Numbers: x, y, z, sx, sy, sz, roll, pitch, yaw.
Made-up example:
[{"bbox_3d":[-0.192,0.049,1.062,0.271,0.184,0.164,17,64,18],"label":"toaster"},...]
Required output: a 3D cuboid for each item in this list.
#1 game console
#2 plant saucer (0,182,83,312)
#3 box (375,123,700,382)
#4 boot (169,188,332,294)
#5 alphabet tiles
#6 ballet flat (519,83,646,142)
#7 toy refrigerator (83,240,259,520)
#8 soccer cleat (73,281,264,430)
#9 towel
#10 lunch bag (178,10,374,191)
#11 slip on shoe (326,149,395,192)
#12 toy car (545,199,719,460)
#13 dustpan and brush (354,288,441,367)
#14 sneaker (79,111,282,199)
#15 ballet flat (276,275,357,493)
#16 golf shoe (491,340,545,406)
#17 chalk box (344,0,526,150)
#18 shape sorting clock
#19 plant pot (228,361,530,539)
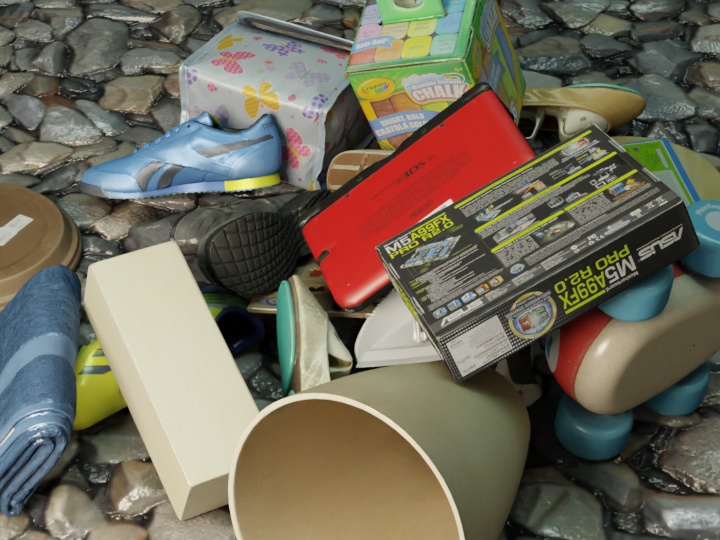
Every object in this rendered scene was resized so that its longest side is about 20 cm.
[{"bbox_3d":[0.061,-0.052,1.317,0.199,0.119,0.173,-36,47,9],"label":"game console"},{"bbox_3d":[-0.355,-0.025,1.429,0.198,0.030,0.201,1,36,-1],"label":"plant saucer"},{"bbox_3d":[0.125,-0.017,1.141,0.199,0.044,0.160,-29,29,-2],"label":"box"},{"bbox_3d":[-0.118,-0.024,1.375,0.131,0.070,0.200,-1,11,29],"label":"boot"},{"bbox_3d":[0.000,0.000,1.380,0.166,0.008,0.200,2,22,8],"label":"alphabet tiles"},{"bbox_3d":[0.194,-0.157,1.612,0.198,0.069,0.064,4,64,8],"label":"ballet flat"},{"bbox_3d":[-0.141,0.084,1.201,0.075,0.070,0.201,-17,63,-25],"label":"toy refrigerator"},{"bbox_3d":[-0.161,0.073,1.272,0.083,0.065,0.200,30,44,29],"label":"soccer cleat"},{"bbox_3d":[-0.260,0.088,1.210,0.048,0.112,0.201,27,29,-25],"label":"towel"},{"bbox_3d":[-0.071,-0.185,1.575,0.168,0.128,0.200,18,34,17],"label":"lunch bag"},{"bbox_3d":[0.063,-0.073,1.462,0.199,0.077,0.060,8,1,32],"label":"slip on shoe"},{"bbox_3d":[0.186,0.009,1.252,0.176,0.185,0.200,-24,49,-30],"label":"toy car"},{"bbox_3d":[0.083,-0.006,1.246,0.139,0.057,0.200,-10,25,49],"label":"dustpan and brush"},{"bbox_3d":[-0.173,-0.111,1.486,0.198,0.079,0.066,-5,13,8],"label":"sneaker"},{"bbox_3d":[-0.033,0.095,1.233,0.062,0.068,0.201,5,55,-13],"label":"ballet flat"},{"bbox_3d":[0.110,0.051,1.319,0.088,0.077,0.200,37,24,-10],"label":"golf shoe"},{"bbox_3d":[0.069,-0.200,1.494,0.123,0.200,0.124,-3,51,24],"label":"chalk box"},{"bbox_3d":[0.251,-0.066,1.493,0.198,0.039,0.201,-2,39,1],"label":"shape sorting clock"},{"bbox_3d":[0.038,0.143,1.112,0.186,0.189,0.200,21,26,25],"label":"plant pot"}]
